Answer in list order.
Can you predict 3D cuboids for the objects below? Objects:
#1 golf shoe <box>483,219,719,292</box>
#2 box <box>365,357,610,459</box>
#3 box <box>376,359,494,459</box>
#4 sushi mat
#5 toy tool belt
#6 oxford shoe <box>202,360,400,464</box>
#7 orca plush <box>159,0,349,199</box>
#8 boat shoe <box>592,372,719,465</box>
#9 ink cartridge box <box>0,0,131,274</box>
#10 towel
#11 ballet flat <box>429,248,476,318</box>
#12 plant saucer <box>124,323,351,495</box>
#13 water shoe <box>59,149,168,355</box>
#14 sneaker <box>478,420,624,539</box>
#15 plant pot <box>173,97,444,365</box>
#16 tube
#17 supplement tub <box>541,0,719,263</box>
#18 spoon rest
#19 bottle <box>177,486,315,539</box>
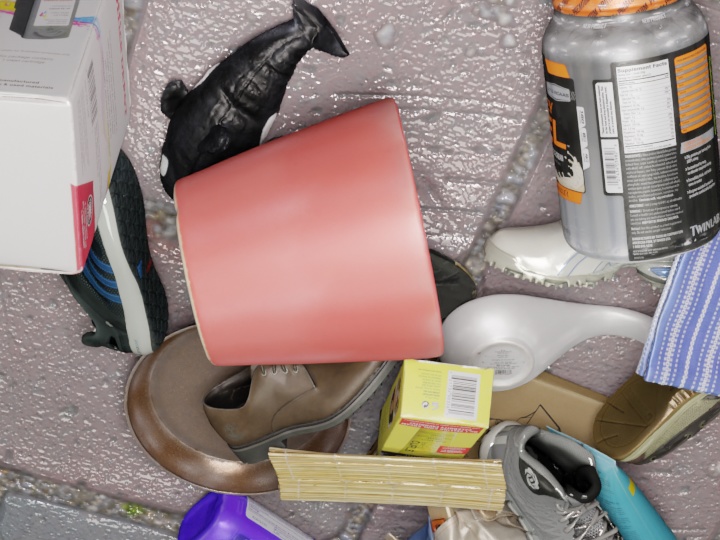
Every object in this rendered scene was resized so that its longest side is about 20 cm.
[{"bbox_3d":[0.196,-0.037,1.391,0.198,0.078,0.098,0,110,-6],"label":"golf shoe"},{"bbox_3d":[0.127,0.150,1.551,0.198,0.021,0.164,22,125,-14],"label":"box"},{"bbox_3d":[0.058,0.119,1.419,0.074,0.051,0.200,7,163,-4],"label":"box"},{"bbox_3d":[0.024,0.177,1.470,0.198,0.012,0.096,2,148,4],"label":"sushi mat"},{"bbox_3d":[0.070,0.263,1.587,0.123,0.125,0.200,45,142,8],"label":"toy tool belt"},{"bbox_3d":[-0.049,0.088,1.441,0.199,0.073,0.085,-31,118,22],"label":"oxford shoe"},{"bbox_3d":[-0.088,-0.110,1.330,0.199,0.071,0.105,-32,120,23],"label":"orca plush"},{"bbox_3d":[0.285,0.091,1.480,0.200,0.074,0.065,-40,144,17],"label":"boat shoe"},{"bbox_3d":[-0.223,-0.116,1.249,0.085,0.201,0.149,2,127,1],"label":"ink cartridge box"},{"bbox_3d":[0.321,0.038,1.394,0.198,0.024,0.146,13,100,-30],"label":"towel"},{"bbox_3d":[0.000,0.000,1.435,0.198,0.057,0.067,9,104,-12],"label":"ballet flat"},{"bbox_3d":[-0.106,0.114,1.525,0.198,0.032,0.202,0,127,0],"label":"plant saucer"},{"bbox_3d":[-0.213,-0.012,1.408,0.078,0.072,0.202,-1,124,12],"label":"water shoe"},{"bbox_3d":[0.184,0.211,1.471,0.200,0.075,0.115,50,159,-4],"label":"sneaker"},{"bbox_3d":[-0.040,-0.014,1.309,0.175,0.201,0.202,-12,126,-1],"label":"plant pot"},{"bbox_3d":[0.227,0.204,1.539,0.077,0.051,0.200,19,157,40],"label":"tube"},{"bbox_3d":[0.197,-0.118,1.269,0.121,0.123,0.202,-6,109,6],"label":"supplement tub"},{"bbox_3d":[0.163,0.060,1.458,0.198,0.061,0.100,1,129,1],"label":"spoon rest"},{"bbox_3d":[-0.074,0.279,1.625,0.199,0.066,0.083,35,126,-23],"label":"bottle"}]
